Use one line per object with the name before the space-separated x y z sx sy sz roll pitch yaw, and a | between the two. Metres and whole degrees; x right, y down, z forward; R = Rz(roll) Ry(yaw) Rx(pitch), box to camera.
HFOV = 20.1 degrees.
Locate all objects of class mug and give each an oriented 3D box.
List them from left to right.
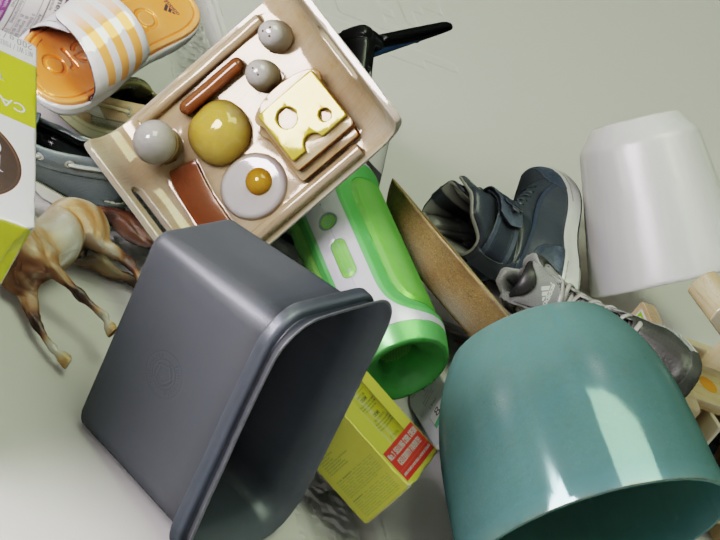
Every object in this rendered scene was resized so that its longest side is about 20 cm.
mug | 0.258 -0.062 1.894 0.149 0.186 0.154 -13 91 -42

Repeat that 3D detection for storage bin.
storage bin | -0.087 0.067 1.343 0.134 0.201 0.145 39 28 24

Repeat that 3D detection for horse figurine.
horse figurine | -0.205 -0.008 1.456 0.133 0.050 0.200 47 32 8

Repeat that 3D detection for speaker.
speaker | 0.000 0.000 1.565 0.088 0.089 0.201 11 42 -38

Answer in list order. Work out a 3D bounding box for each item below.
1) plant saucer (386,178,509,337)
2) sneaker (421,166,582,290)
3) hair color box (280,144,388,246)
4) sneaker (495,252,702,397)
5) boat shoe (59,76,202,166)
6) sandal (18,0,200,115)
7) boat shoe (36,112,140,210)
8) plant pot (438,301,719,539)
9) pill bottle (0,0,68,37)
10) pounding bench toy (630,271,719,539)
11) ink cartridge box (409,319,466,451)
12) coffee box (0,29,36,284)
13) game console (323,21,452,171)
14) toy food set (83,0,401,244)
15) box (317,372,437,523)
plant saucer | 0.078 0.012 1.649 0.201 0.035 0.200 50 3 -3
sneaker | 0.127 -0.056 1.850 0.146 0.077 0.203 29 31 -19
hair color box | -0.035 -0.094 1.748 0.100 0.061 0.200 31 29 -11
sneaker | 0.173 0.044 1.613 0.115 0.075 0.200 39 -9 -37
boat shoe | -0.169 -0.126 1.591 0.073 0.064 0.200 -6 27 -42
sandal | -0.188 -0.191 1.564 0.079 0.059 0.207 44 43 5
boat shoe | -0.256 -0.107 1.528 0.199 0.062 0.073 29 31 -12
plant pot | 0.145 0.121 1.456 0.200 0.200 0.162 8 55 -41
pill bottle | -0.277 -0.230 1.630 0.199 0.113 0.113 20 33 -28
pounding bench toy | 0.295 0.105 1.675 0.155 0.200 0.125 18 34 -28
ink cartridge box | 0.108 0.108 1.650 0.160 0.050 0.200 23 14 -23
coffee box | -0.324 -0.047 1.228 0.199 0.200 0.198 22 33 -23
game console | -0.038 -0.120 1.619 0.116 0.199 0.177 28 58 -42
toy food set | -0.086 -0.101 1.479 0.144 0.200 0.060 52 9 9
box | -0.036 0.080 1.439 0.200 0.050 0.075 49 25 1
